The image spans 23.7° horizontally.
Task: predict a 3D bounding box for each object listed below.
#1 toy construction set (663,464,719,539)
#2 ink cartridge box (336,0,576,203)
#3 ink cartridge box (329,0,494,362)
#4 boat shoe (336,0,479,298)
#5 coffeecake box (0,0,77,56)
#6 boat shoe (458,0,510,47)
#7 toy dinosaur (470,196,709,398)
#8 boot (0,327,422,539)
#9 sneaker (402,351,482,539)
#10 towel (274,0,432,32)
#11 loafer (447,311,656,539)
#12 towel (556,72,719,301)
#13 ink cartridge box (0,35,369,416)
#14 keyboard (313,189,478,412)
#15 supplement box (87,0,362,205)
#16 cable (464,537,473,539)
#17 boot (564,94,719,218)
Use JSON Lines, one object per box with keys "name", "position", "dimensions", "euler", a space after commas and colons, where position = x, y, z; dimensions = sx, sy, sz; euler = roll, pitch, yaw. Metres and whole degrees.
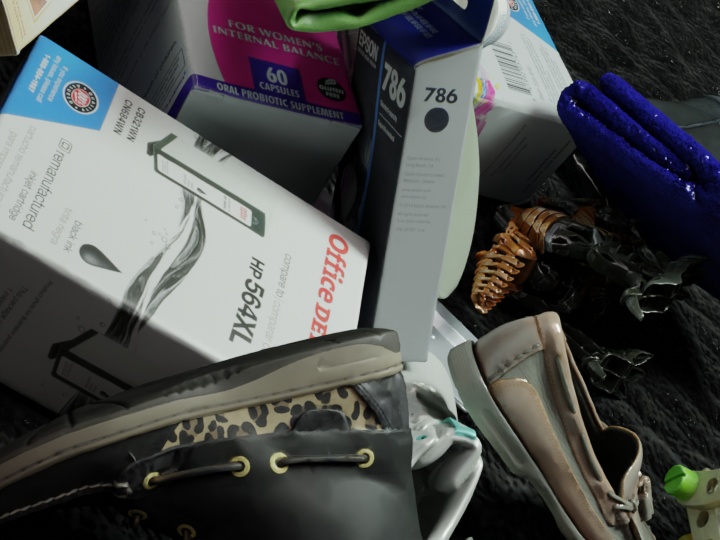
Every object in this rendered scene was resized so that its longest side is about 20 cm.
{"name": "toy construction set", "position": [0.215, 0.160, 0.920], "dimensions": [0.092, 0.131, 0.200], "euler": [36, 34, -12]}
{"name": "ink cartridge box", "position": [0.032, -0.137, 1.104], "dimensions": [0.199, 0.085, 0.145], "euler": [12, 44, -37]}
{"name": "ink cartridge box", "position": [0.021, -0.063, 0.890], "dimensions": [0.039, 0.201, 0.100], "euler": [3, 21, -18]}
{"name": "boat shoe", "position": [0.021, -0.083, 0.978], "dimensions": [0.070, 0.071, 0.202], "euler": [-37, 126, -55]}
{"name": "coffeecake box", "position": [-0.199, -0.173, 0.847], "dimensions": [0.200, 0.152, 0.073], "euler": [-59, 144, -55]}
{"name": "boat shoe", "position": [0.016, -0.211, 1.042], "dimensions": [0.200, 0.072, 0.068], "euler": [40, 13, 9]}
{"name": "toy dinosaur", "position": [0.125, 0.006, 1.063], "dimensions": [0.136, 0.103, 0.200], "euler": [39, 49, 22]}
{"name": "boot", "position": [-0.060, 0.118, 0.719], "dimensions": [0.199, 0.073, 0.152], "euler": [-17, 94, -12]}
{"name": "sneaker", "position": [0.030, 0.094, 0.845], "dimensions": [0.075, 0.089, 0.200], "euler": [32, 35, -12]}
{"name": "towel", "position": [0.017, -0.169, 0.877], "dimensions": [0.148, 0.031, 0.200], "euler": [-14, 29, -4]}
{"name": "loafer", "position": [0.118, 0.097, 0.891], "dimensions": [0.200, 0.063, 0.072], "euler": [50, 16, -36]}
{"name": "towel", "position": [0.212, -0.038, 1.085], "dimensions": [0.148, 0.050, 0.200], "euler": [41, -2, 41]}
{"name": "ink cartridge box", "position": [-0.101, 0.003, 0.815], "dimensions": [0.199, 0.084, 0.146], "euler": [31, 35, -16]}
{"name": "keyboard", "position": [0.000, 0.000, 0.992], "dimensions": [0.200, 0.011, 0.056], "euler": [44, 39, 3]}
{"name": "supplement box", "position": [-0.082, -0.124, 0.954], "dimensions": [0.101, 0.104, 0.201], "euler": [10, 43, -29]}
{"name": "cable", "position": [0.083, 0.180, 0.769], "dimensions": [0.097, 0.050, 0.201], "euler": [-91, 164, -57]}
{"name": "boot", "position": [0.245, -0.063, 1.254], "dimensions": [0.199, 0.066, 0.165], "euler": [-5, 48, -51]}
